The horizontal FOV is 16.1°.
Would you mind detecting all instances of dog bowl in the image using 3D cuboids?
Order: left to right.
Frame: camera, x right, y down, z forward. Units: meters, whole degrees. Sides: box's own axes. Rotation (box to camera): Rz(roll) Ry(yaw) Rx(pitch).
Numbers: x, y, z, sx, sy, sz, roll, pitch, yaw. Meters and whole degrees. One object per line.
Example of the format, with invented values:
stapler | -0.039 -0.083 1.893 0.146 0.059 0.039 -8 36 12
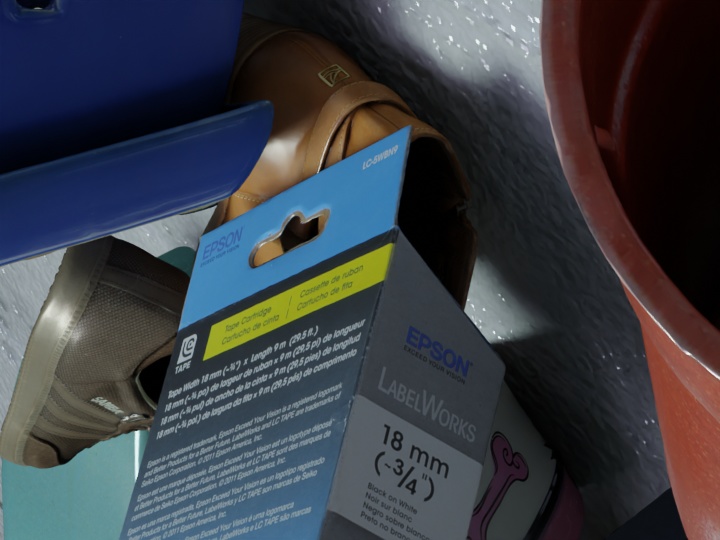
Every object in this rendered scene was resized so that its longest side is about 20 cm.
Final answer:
dog bowl | 0.009 0.130 1.020 0.074 0.200 0.200 41 159 -5

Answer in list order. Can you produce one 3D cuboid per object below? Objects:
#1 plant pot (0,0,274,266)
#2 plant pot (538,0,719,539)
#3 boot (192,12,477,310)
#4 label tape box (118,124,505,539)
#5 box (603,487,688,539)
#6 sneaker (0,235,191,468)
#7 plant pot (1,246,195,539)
plant pot | -0.151 -0.093 0.958 0.200 0.200 0.180 0 106 66
plant pot | 0.142 -0.002 0.560 0.201 0.201 0.195 46 165 24
boot | 0.000 0.000 1.006 0.155 0.077 0.200 33 138 50
label tape box | -0.020 0.067 0.902 0.063 0.200 0.144 29 149 -26
box | 0.112 0.212 0.893 0.124 0.200 0.197 30 147 47
sneaker | -0.105 0.050 1.086 0.075 0.071 0.200 23 157 -2
plant pot | -0.090 0.102 1.256 0.141 0.141 0.200 38 143 38
